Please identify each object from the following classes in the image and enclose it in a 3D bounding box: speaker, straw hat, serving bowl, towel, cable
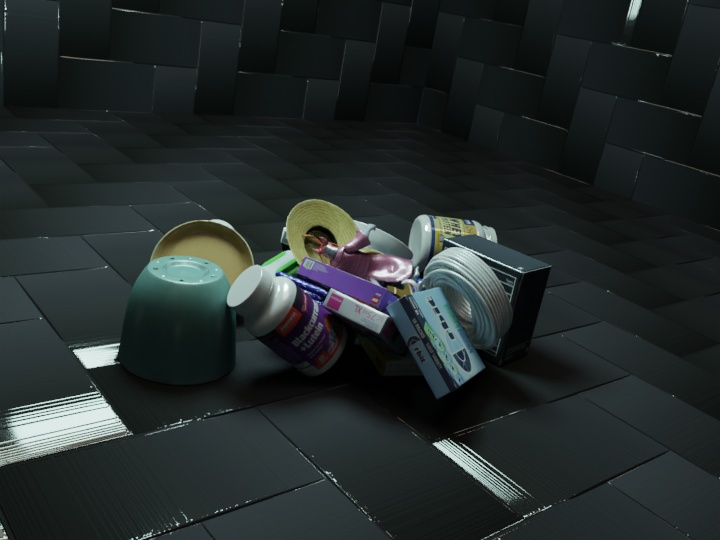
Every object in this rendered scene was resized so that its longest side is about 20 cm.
[{"bbox_3d":[-0.177,0.018,1.581,0.087,0.090,0.200,16,21,15],"label":"speaker"},{"bbox_3d":[-0.091,-0.041,1.589,0.199,0.085,0.203,17,55,-25],"label":"straw hat"},{"bbox_3d":[0.022,-0.045,1.762,0.198,0.066,0.200,23,-11,5],"label":"serving bowl"},{"bbox_3d":[-0.088,0.061,1.425,0.146,0.050,0.200,15,-13,14],"label":"towel"},{"bbox_3d":[0.199,0.054,1.413,0.069,0.201,0.201,-32,71,-22],"label":"cable"}]

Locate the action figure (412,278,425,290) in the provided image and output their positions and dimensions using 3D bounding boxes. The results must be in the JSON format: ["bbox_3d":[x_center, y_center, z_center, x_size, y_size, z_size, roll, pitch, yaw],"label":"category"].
[{"bbox_3d":[0.166,0.012,1.762,0.198,0.100,0.065,5,21,-23],"label":"action figure"}]

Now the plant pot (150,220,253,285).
[{"bbox_3d":[-0.305,0.001,1.459,0.197,0.202,0.028,8,-23,-5],"label":"plant pot"}]

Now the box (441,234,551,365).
[{"bbox_3d":[0.258,0.053,1.537,0.199,0.201,0.122,27,26,37],"label":"box"}]

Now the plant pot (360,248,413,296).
[{"bbox_3d":[0.043,0.036,1.551,0.199,0.027,0.202,25,46,-28],"label":"plant pot"}]

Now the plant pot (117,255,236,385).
[{"bbox_3d":[-0.299,0.071,1.267,0.198,0.163,0.201,10,20,-4],"label":"plant pot"}]

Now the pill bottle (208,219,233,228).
[{"bbox_3d":[-0.317,-0.034,1.610,0.112,0.115,0.200,8,20,-7],"label":"pill bottle"}]

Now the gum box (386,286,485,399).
[{"bbox_3d":[0.134,0.118,1.299,0.171,0.044,0.200,61,20,8],"label":"gum box"}]

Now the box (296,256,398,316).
[{"bbox_3d":[-0.005,0.046,1.368,0.199,0.039,0.137,21,-12,37],"label":"box"}]

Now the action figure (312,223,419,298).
[{"bbox_3d":[0.000,0.000,1.419,0.198,0.135,0.150,20,34,-16],"label":"action figure"}]

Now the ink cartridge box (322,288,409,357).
[{"bbox_3d":[0.021,0.098,1.321,0.118,0.042,0.200,25,-7,25],"label":"ink cartridge box"}]

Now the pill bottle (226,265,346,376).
[{"bbox_3d":[-0.124,0.082,1.265,0.200,0.112,0.111,42,3,-31],"label":"pill bottle"}]

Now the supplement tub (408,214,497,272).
[{"bbox_3d":[0.232,-0.059,1.908,0.197,0.146,0.145,6,20,-12],"label":"supplement tub"}]

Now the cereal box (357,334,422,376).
[{"bbox_3d":[0.108,0.149,1.437,0.198,0.040,0.144,2,23,-23],"label":"cereal box"}]

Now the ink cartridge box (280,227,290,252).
[{"bbox_3d":[-0.084,-0.028,1.737,0.196,0.044,0.200,17,-11,2],"label":"ink cartridge box"}]
